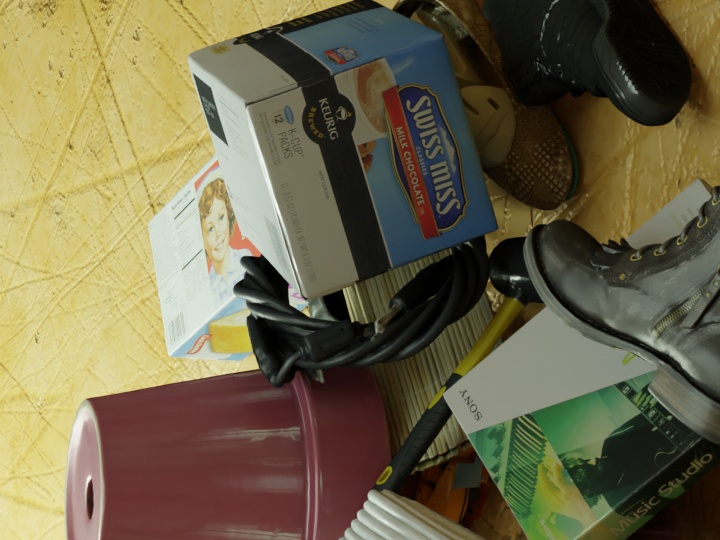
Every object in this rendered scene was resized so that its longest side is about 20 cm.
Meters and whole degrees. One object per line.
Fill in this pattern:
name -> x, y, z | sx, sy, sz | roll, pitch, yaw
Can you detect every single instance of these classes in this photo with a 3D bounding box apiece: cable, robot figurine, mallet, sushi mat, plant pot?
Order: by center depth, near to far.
cable -> 0.078, 0.195, 1.496 | 0.200, 0.200, 0.069 | 27, 86, 39
mallet -> 0.062, 0.059, 1.599 | 0.200, 0.041, 0.066 | -51, 25, -8
cable -> 0.000, 0.000, 1.651 | 0.200, 0.163, 0.051 | -105, -11, -65
plant pot -> -0.092, 0.148, 1.664 | 0.200, 0.179, 0.200 | -178, 90, -72
sushi mat -> 0.043, 0.044, 1.665 | 0.096, 0.012, 0.200 | -28, 42, 11
robot figurine -> 0.029, 0.160, 1.709 | 0.145, 0.058, 0.200 | 42, 122, 53

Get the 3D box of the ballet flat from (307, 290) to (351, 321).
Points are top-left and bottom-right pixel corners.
ballet flat -> -0.003, -0.017, 1.766 | 0.057, 0.066, 0.200 | 109, 161, -79

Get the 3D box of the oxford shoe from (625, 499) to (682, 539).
oxford shoe -> 0.150, 0.113, 1.513 | 0.075, 0.070, 0.200 | 73, -167, -53

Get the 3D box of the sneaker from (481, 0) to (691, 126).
sneaker -> 0.133, -0.131, 1.574 | 0.104, 0.060, 0.200 | -59, 36, 35

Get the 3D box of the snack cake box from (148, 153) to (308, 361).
snack cake box -> -0.078, -0.026, 1.894 | 0.200, 0.067, 0.115 | -40, 52, 49

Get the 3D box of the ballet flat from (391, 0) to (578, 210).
ballet flat -> 0.071, -0.111, 1.661 | 0.071, 0.065, 0.200 | -61, 40, 28

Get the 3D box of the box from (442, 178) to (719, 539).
box -> 0.155, 0.061, 1.453 | 0.200, 0.036, 0.144 | -42, 46, 12

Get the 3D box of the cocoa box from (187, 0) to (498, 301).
cocoa box -> -0.014, -0.083, 1.622 | 0.200, 0.131, 0.133 | -137, 29, -71

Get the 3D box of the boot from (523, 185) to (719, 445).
boot -> 0.190, -0.022, 1.367 | 0.200, 0.069, 0.174 | 43, 117, 35
